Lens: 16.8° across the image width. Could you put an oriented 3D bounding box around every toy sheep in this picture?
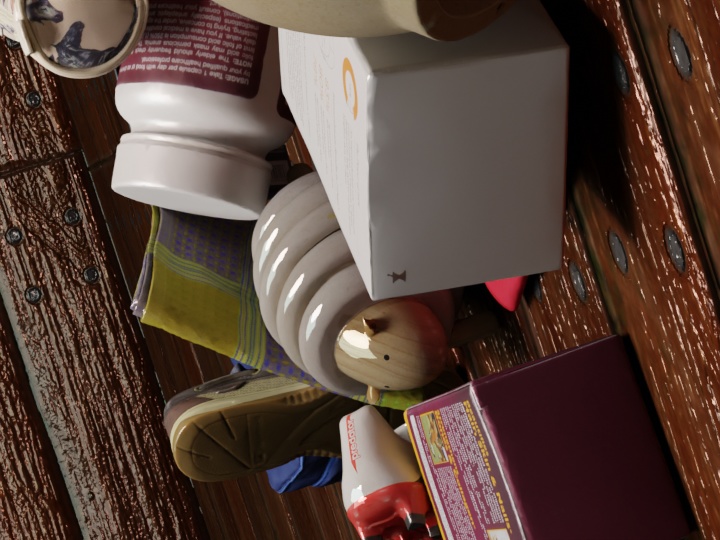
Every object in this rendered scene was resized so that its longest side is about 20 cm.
[{"bbox_3d":[0.000,0.000,1.457,0.200,0.137,0.139,-122,17,-49],"label":"toy sheep"}]

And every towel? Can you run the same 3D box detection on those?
[{"bbox_3d":[-0.048,0.016,1.535,0.144,0.199,0.023,-84,19,-56],"label":"towel"}]

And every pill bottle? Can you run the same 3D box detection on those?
[{"bbox_3d":[-0.088,-0.139,1.501,0.114,0.113,0.202,155,126,-79],"label":"pill bottle"}]

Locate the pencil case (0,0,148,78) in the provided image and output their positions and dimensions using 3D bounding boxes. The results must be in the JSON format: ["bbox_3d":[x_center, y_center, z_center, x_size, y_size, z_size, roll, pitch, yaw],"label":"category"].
[{"bbox_3d":[-0.187,-0.165,1.494,0.078,0.089,0.200,61,172,-17],"label":"pencil case"}]

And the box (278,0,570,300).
[{"bbox_3d":[0.026,-0.097,1.188,0.200,0.097,0.125,-113,17,-53],"label":"box"}]

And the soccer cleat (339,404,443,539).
[{"bbox_3d":[0.049,0.134,1.465,0.200,0.068,0.086,25,-136,-55],"label":"soccer cleat"}]

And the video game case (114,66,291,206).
[{"bbox_3d":[-0.116,-0.143,1.651,0.019,0.142,0.202,-21,81,36],"label":"video game case"}]

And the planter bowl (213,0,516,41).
[{"bbox_3d":[0.014,-0.180,1.032,0.134,0.200,0.201,34,152,24],"label":"planter bowl"}]

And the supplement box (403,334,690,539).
[{"bbox_3d":[0.094,0.106,1.298,0.200,0.085,0.111,142,109,-79],"label":"supplement box"}]

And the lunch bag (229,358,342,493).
[{"bbox_3d":[-0.027,0.076,1.704,0.200,0.131,0.137,113,137,-74],"label":"lunch bag"}]

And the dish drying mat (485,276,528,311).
[{"bbox_3d":[0.080,-0.046,1.297,0.200,0.018,0.077,102,149,-67],"label":"dish drying mat"}]

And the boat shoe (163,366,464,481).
[{"bbox_3d":[-0.031,0.083,1.573,0.065,0.198,0.074,-123,33,-51],"label":"boat shoe"}]
